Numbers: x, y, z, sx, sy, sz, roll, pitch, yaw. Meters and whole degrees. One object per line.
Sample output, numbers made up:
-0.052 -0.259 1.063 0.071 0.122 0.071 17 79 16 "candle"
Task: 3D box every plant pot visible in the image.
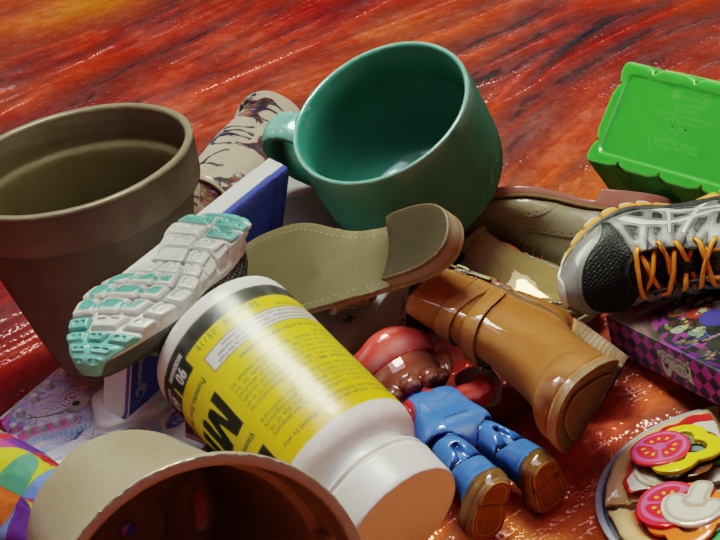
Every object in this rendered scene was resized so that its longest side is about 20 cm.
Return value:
-0.121 0.184 1.065 0.200 0.201 0.183 -23 20 -19 "plant pot"
-0.212 -0.016 1.400 0.199 0.174 0.200 -10 27 5 "plant pot"

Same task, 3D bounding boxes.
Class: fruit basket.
0.323 -0.095 1.465 0.215 0.156 0.216 23 -1 0 "fruit basket"

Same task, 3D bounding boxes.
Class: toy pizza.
0.253 0.138 1.142 0.199 0.032 0.200 -9 28 5 "toy pizza"

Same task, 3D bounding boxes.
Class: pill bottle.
-0.036 0.104 1.149 0.114 0.115 0.200 -28 53 -27 "pill bottle"

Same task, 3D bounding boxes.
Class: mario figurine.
0.059 0.120 1.232 0.123 0.106 0.200 21 15 -41 "mario figurine"

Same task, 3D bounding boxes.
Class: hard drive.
-0.127 0.012 1.362 0.025 0.132 0.200 27 43 20 "hard drive"

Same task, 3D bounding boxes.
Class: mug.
0.028 -0.097 1.400 0.152 0.115 0.185 -42 43 -8 "mug"

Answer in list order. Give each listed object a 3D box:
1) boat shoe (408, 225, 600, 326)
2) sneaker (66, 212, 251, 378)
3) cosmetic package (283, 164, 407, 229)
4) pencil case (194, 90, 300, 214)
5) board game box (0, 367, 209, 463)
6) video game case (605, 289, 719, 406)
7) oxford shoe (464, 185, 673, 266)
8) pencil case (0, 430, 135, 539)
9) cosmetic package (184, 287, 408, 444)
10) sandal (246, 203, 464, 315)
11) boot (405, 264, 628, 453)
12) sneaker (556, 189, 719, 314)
0.100 0.001 1.402 0.199 0.076 0.072 9 34 33 "boat shoe"
-0.131 0.036 1.227 0.077 0.092 0.200 7 29 28 "sneaker"
0.009 -0.055 1.517 0.199 0.091 0.107 -17 16 -1 "cosmetic package"
-0.121 -0.100 1.673 0.089 0.078 0.200 14 35 15 "pencil case"
-0.186 0.101 1.390 0.199 0.026 0.200 8 35 33 "board game box"
0.306 0.039 1.262 0.181 0.036 0.200 -21 20 -16 "video game case"
0.155 -0.027 1.425 0.199 0.075 0.070 2 -9 17 "oxford shoe"
-0.231 0.168 1.228 0.088 0.089 0.200 -32 34 -33 "pencil case"
-0.046 0.060 1.334 0.101 0.074 0.200 16 38 18 "cosmetic package"
-0.001 0.005 1.289 0.211 0.070 0.078 -12 58 37 "sandal"
0.101 0.054 1.216 0.154 0.074 0.200 30 9 10 "boot"
0.240 -0.013 1.291 0.199 0.079 0.077 -19 23 -14 "sneaker"
